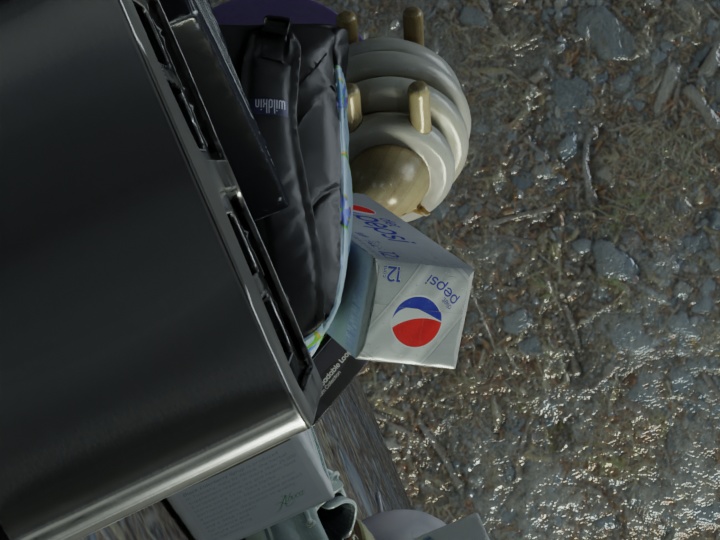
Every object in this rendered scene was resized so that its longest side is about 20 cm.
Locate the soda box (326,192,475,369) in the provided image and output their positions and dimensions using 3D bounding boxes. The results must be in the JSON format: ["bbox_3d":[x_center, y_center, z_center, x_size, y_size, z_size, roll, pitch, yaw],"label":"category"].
[{"bbox_3d":[0.000,0.000,1.173,0.200,0.068,0.064,-143,-119,-65],"label":"soda box"}]

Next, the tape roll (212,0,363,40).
[{"bbox_3d":[-0.074,-0.122,1.564,0.085,0.199,0.201,59,7,-72],"label":"tape roll"}]

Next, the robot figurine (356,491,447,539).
[{"bbox_3d":[0.041,0.268,1.426,0.170,0.112,0.201,-5,72,-84],"label":"robot figurine"}]

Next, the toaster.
[{"bbox_3d":[-0.101,-0.012,0.635,0.200,0.118,0.182,-72,138,-87],"label":"toaster"}]

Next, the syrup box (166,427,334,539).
[{"bbox_3d":[-0.084,0.051,0.946,0.200,0.081,0.079,67,0,-51],"label":"syrup box"}]

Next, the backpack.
[{"bbox_3d":[-0.076,-0.030,1.097,0.154,0.162,0.201,111,-30,-57],"label":"backpack"}]

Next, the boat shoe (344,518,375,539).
[{"bbox_3d":[-0.021,0.209,1.236,0.075,0.075,0.202,51,1,-21],"label":"boat shoe"}]

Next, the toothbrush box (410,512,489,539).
[{"bbox_3d":[0.026,0.229,0.952,0.200,0.146,0.086,-112,179,-65],"label":"toothbrush box"}]

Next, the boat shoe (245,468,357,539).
[{"bbox_3d":[-0.034,0.163,1.181,0.070,0.071,0.201,65,3,-50],"label":"boat shoe"}]

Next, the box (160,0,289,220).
[{"bbox_3d":[-0.139,-0.131,0.934,0.200,0.123,0.199,67,1,-64],"label":"box"}]

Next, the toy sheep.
[{"bbox_3d":[0.018,-0.111,1.363,0.201,0.137,0.138,-85,157,-48],"label":"toy sheep"}]

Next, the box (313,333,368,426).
[{"bbox_3d":[-0.033,0.069,1.350,0.036,0.143,0.200,39,5,-4],"label":"box"}]
